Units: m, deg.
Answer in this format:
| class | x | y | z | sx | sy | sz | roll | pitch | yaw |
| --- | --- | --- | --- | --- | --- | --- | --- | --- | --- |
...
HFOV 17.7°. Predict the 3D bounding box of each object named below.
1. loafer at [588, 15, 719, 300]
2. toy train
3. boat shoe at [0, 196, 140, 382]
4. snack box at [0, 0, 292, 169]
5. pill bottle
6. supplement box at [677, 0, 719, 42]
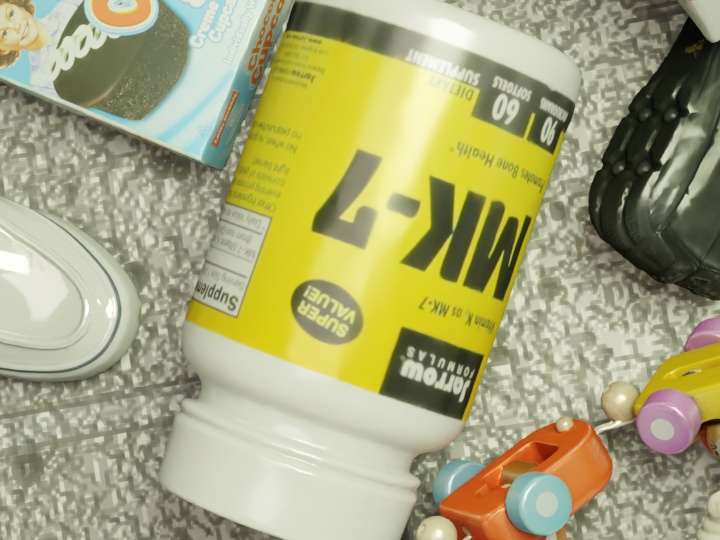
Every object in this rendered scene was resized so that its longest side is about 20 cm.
| class | x | y | z | sx | sy | sz | roll | pitch | yaw |
| --- | --- | --- | --- | --- | --- | --- | --- | --- | --- |
| loafer | 0.159 | -0.084 | 0.878 | 0.070 | 0.068 | 0.201 | 32 | 84 | -25 |
| toy train | 0.119 | 0.077 | 0.825 | 0.150 | 0.200 | 0.056 | -36 | 106 | -26 |
| boat shoe | -0.186 | -0.010 | 0.932 | 0.200 | 0.065 | 0.074 | 20 | 90 | 12 |
| snack box | -0.073 | -0.154 | 0.935 | 0.116 | 0.037 | 0.200 | 22 | 90 | 13 |
| pill bottle | 0.000 | 0.000 | 0.871 | 0.114 | 0.114 | 0.200 | 19 | 90 | 12 |
| supplement box | 0.103 | -0.198 | 0.840 | 0.103 | 0.101 | 0.200 | -34 | 60 | 7 |
